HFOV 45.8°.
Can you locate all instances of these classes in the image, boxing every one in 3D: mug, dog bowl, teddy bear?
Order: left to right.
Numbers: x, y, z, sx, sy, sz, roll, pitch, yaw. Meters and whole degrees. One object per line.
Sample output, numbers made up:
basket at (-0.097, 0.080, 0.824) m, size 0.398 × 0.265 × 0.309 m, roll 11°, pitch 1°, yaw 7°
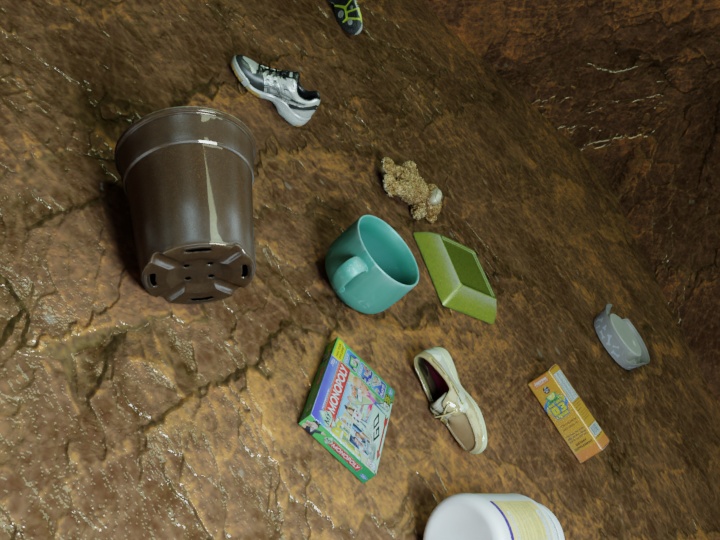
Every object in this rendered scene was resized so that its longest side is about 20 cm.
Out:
mug at (0.001, -0.007, 1.474) m, size 0.184 × 0.114 × 0.154 m, roll 23°, pitch 38°, yaw -41°
teddy bear at (0.120, -0.187, 1.938) m, size 0.199 × 0.067 × 0.146 m, roll 39°, pitch 32°, yaw -22°
dog bowl at (0.749, 0.196, 2.454) m, size 0.199 × 0.058 × 0.202 m, roll 37°, pitch 31°, yaw -26°

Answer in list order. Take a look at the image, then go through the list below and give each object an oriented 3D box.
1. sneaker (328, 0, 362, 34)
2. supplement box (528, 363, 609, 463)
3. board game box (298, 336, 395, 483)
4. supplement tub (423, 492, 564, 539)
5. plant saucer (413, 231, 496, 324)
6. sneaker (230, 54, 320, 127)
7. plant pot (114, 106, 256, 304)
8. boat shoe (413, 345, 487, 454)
sneaker at (-0.034, -0.735, 2.371) m, size 0.076 × 0.075 × 0.202 m, roll 11°, pitch 48°, yaw -51°
supplement box at (0.448, 0.307, 1.838) m, size 0.068 × 0.066 × 0.202 m, roll -11°, pitch 65°, yaw -57°
board game box at (-0.015, 0.205, 1.281) m, size 0.135 × 0.029 × 0.201 m, roll 45°, pitch 27°, yaw -14°
supplement tub at (0.199, 0.401, 1.243) m, size 0.199 × 0.145 × 0.147 m, roll 17°, pitch 42°, yaw -48°
plant saucer at (0.221, 0.005, 1.878) m, size 0.199 × 0.048 × 0.202 m, roll 21°, pitch 39°, yaw -46°
sneaker at (-0.166, -0.381, 1.709) m, size 0.199 × 0.087 × 0.076 m, roll 33°, pitch 33°, yaw -29°
plant pot at (-0.225, -0.076, 1.143) m, size 0.199 × 0.199 × 0.201 m, roll 21°, pitch 47°, yaw -44°
boat shoe at (0.149, 0.228, 1.475) m, size 0.066 × 0.074 × 0.202 m, roll -4°, pitch 56°, yaw -43°
